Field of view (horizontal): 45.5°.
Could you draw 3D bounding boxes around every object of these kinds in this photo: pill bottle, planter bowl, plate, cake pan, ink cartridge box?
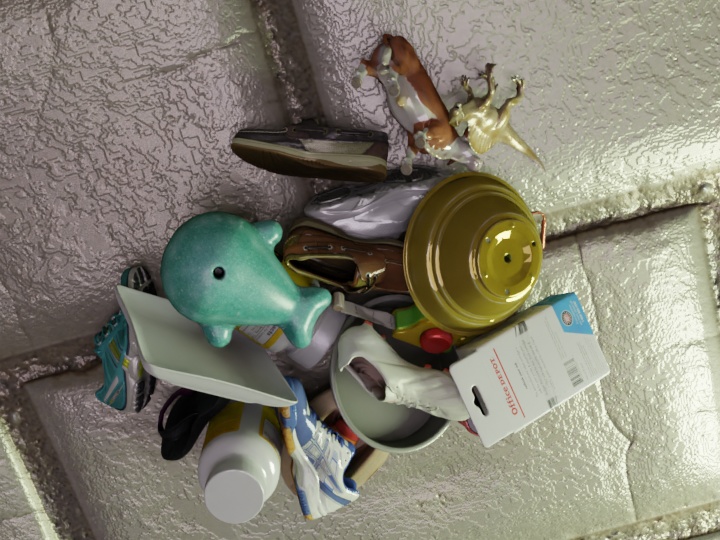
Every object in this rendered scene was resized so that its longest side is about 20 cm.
[{"bbox_3d":[-0.123,0.031,1.085,0.199,0.114,0.115,35,103,-13],"label":"pill bottle"},{"bbox_3d":[0.156,-0.017,1.026,0.198,0.083,0.204,-3,96,-26],"label":"planter bowl"},{"bbox_3d":[-0.153,0.236,1.103,0.103,0.200,0.106,-1,108,-2],"label":"pill bottle"},{"bbox_3d":[-0.192,0.097,1.029,0.198,0.200,0.033,21,103,-33],"label":"plate"},{"bbox_3d":[0.044,0.134,1.116,0.198,0.037,0.204,5,80,-27],"label":"cake pan"},{"bbox_3d":[0.201,0.123,1.082,0.198,0.067,0.117,-26,94,-17],"label":"ink cartridge box"}]

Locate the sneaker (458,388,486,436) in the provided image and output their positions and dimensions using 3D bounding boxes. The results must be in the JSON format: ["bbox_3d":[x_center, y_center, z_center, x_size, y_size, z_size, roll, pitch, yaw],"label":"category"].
[{"bbox_3d":[0.200,0.141,1.161,0.199,0.087,0.074,-37,97,-15],"label":"sneaker"}]

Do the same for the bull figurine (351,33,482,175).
[{"bbox_3d":[0.070,-0.188,1.034,0.065,0.121,0.201,-29,101,36],"label":"bull figurine"}]

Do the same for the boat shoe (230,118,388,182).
[{"bbox_3d":[-0.060,-0.153,1.059,0.197,0.073,0.066,10,75,5],"label":"boat shoe"}]

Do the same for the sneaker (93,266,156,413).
[{"bbox_3d":[-0.312,0.092,1.120,0.078,0.078,0.203,11,105,7],"label":"sneaker"}]

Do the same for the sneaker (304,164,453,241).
[{"bbox_3d":[0.034,-0.069,1.090,0.197,0.078,0.101,-13,116,10],"label":"sneaker"}]

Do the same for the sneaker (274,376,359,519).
[{"bbox_3d":[-0.055,0.219,1.103,0.087,0.075,0.203,-15,113,-9],"label":"sneaker"}]

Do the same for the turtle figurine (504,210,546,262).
[{"bbox_3d":[0.152,0.004,1.114,0.159,0.065,0.202,18,106,-8],"label":"turtle figurine"}]

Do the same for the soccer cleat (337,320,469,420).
[{"bbox_3d":[0.053,0.142,1.056,0.199,0.078,0.069,34,132,-14],"label":"soccer cleat"}]

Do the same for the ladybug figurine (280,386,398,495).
[{"bbox_3d":[-0.031,0.227,1.172,0.135,0.072,0.200,40,101,-12],"label":"ladybug figurine"}]

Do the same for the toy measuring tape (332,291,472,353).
[{"bbox_3d":[0.064,0.054,1.074,0.198,0.074,0.074,21,106,-24],"label":"toy measuring tape"}]

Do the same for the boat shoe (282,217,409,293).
[{"bbox_3d":[0.000,0.000,1.052,0.197,0.068,0.073,13,130,-4],"label":"boat shoe"}]

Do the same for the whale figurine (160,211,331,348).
[{"bbox_3d":[-0.129,0.017,0.970,0.198,0.104,0.161,29,87,-10],"label":"whale figurine"}]

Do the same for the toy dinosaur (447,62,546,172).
[{"bbox_3d":[0.163,-0.189,1.053,0.199,0.058,0.103,15,89,-45],"label":"toy dinosaur"}]

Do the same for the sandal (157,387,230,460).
[{"bbox_3d":[-0.229,0.181,1.123,0.047,0.076,0.201,13,135,-32],"label":"sandal"}]
